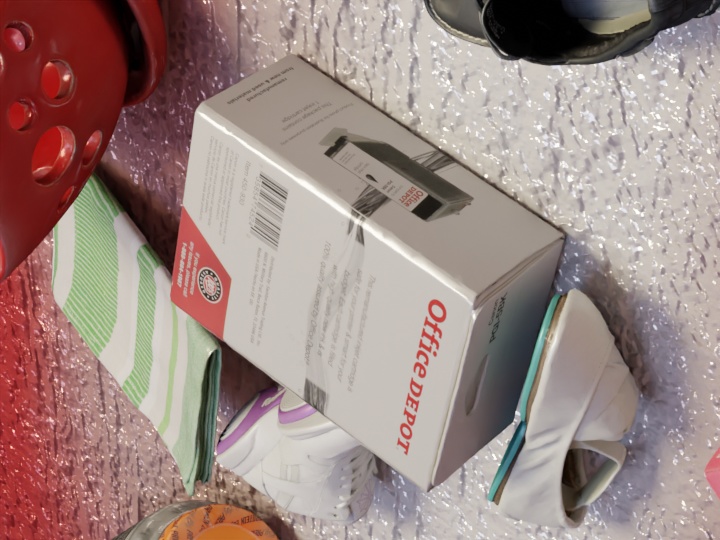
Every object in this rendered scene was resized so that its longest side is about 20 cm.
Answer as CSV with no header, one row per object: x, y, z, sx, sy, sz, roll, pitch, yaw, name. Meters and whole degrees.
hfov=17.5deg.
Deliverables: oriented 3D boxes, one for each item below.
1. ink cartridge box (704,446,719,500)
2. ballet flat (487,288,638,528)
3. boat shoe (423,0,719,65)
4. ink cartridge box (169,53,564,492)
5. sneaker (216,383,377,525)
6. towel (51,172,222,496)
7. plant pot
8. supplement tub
0.274,0.112,1.055,0.147,0.083,0.200,57,148,-8,ink cartridge box
0.115,0.078,1.253,0.069,0.069,0.201,39,150,18,ballet flat
0.085,-0.125,1.071,0.199,0.066,0.075,8,129,48,boat shoe
0.000,0.000,1.274,0.199,0.083,0.147,35,136,24,ink cartridge box
-0.013,0.104,1.440,0.100,0.075,0.200,42,155,-9,sneaker
-0.149,0.031,1.516,0.200,0.023,0.153,53,151,32,towel
-0.223,-0.118,1.345,0.200,0.183,0.201,30,150,20,plant pot
-0.132,0.234,1.655,0.123,0.122,0.200,51,148,-1,supplement tub
